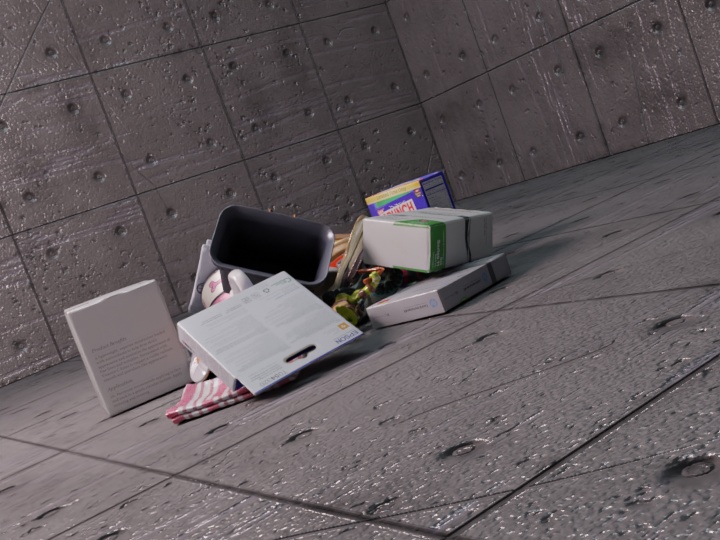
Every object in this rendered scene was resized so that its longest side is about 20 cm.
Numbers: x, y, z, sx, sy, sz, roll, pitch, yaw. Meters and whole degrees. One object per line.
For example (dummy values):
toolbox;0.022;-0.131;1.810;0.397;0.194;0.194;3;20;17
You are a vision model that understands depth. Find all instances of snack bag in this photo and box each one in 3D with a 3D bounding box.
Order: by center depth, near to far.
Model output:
snack bag;-0.218;0.021;1.722;0.188;0.021;0.200;4;-42;-18

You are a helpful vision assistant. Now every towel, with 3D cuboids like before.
towel;-0.179;0.166;1.344;0.200;0.030;0.146;-20;6;2

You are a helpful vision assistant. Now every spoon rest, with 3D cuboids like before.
spoon rest;-0.098;0.057;1.810;0.099;0.061;0.200;8;-37;-40

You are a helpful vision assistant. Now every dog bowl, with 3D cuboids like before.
dog bowl;-0.196;0.068;1.708;0.200;0.200;0.074;-19;49;10

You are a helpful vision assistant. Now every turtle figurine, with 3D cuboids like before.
turtle figurine;-0.039;0.076;1.502;0.200;0.064;0.161;-31;11;14

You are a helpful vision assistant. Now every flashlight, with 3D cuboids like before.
flashlight;0.078;0.015;1.782;0.200;0.068;0.068;-20;44;38

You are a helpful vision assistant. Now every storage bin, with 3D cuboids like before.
storage bin;-0.153;-0.019;1.580;0.199;0.146;0.134;12;-31;-2

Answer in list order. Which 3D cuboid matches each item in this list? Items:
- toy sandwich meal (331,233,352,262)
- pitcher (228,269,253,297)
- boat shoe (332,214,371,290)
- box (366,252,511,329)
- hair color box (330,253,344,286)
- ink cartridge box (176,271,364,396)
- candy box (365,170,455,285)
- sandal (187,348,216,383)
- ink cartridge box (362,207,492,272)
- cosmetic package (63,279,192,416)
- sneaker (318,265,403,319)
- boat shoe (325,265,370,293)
toy sandwich meal;-0.010;-0.026;1.970;0.205;0.205;0.070;-19;49;14
pitcher;-0.181;0.076;1.510;0.121;0.172;0.200;-28;8;-17
boat shoe;0.000;0.000;1.683;0.065;0.200;0.072;16;0;18
box;0.130;0.032;1.492;0.156;0.041;0.200;-17;5;43
hair color box;-0.065;0.030;1.889;0.200;0.061;0.101;-36;-4;31
ink cartridge box;-0.130;0.097;1.321;0.196;0.043;0.200;-26;45;-31
candy box;0.119;-0.080;1.834;0.077;0.200;0.169;-24;6;-38
sandal;-0.264;0.144;1.627;0.079;0.059;0.207;-60;19;7
ink cartridge box;0.121;-0.057;1.597;0.146;0.083;0.200;8;14;40
cosmetic package;-0.424;0.136;1.665;0.165;0.200;0.165;-21;5;-20
sneaker;-0.008;0.066;1.624;0.200;0.078;0.086;-30;-22;-13
boat shoe;-0.004;0.042;1.761;0.199;0.066;0.074;-41;-25;19
